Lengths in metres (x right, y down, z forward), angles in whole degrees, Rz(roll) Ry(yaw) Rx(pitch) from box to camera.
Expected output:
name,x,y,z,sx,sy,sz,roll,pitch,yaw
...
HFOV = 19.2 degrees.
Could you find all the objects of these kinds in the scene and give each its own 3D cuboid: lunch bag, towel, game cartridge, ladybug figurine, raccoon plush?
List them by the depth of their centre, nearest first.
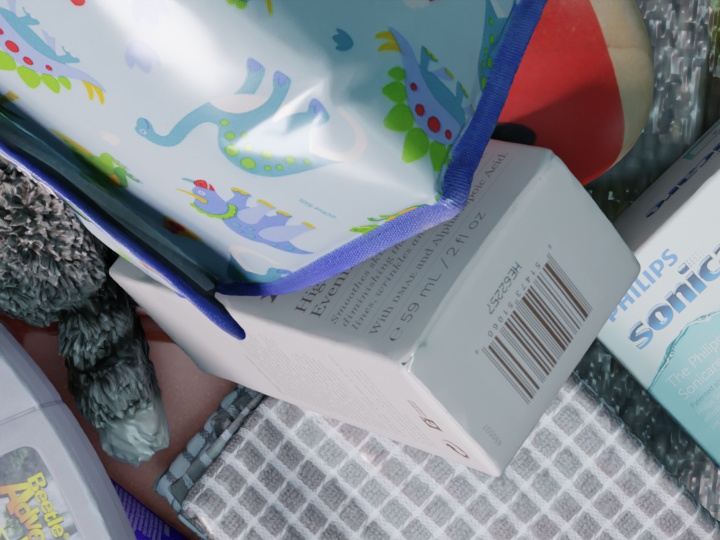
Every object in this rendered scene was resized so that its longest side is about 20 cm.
name,x,y,z,sx,sy,sz,roll,pitch,yaw
lunch bag,-0.069,-0.071,0.712,0.170,0.200,0.128,39,56,-20
ladybug figurine,0.043,-0.083,0.811,0.136,0.200,0.072,32,71,18
game cartridge,-0.152,0.129,0.840,0.133,0.041,0.201,-23,86,4
raccoon plush,-0.171,0.000,0.875,0.134,0.097,0.201,-16,88,4
towel,0.035,0.100,0.897,0.200,0.086,0.166,44,91,-8

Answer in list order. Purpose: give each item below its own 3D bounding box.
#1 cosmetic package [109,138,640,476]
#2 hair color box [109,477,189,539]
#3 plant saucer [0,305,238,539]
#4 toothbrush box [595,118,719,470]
name,x,y,z,sx,sy,sz,roll,pitch,yaw
cosmetic package,0.000,0.000,0.817,0.102,0.200,0.074,-54,126,-18
hair color box,-0.109,0.161,0.904,0.200,0.065,0.109,39,94,-9
plant saucer,-0.076,0.115,0.951,0.199,0.037,0.200,5,96,-4
toothbrush box,0.204,0.032,0.937,0.146,0.085,0.200,-45,98,3
